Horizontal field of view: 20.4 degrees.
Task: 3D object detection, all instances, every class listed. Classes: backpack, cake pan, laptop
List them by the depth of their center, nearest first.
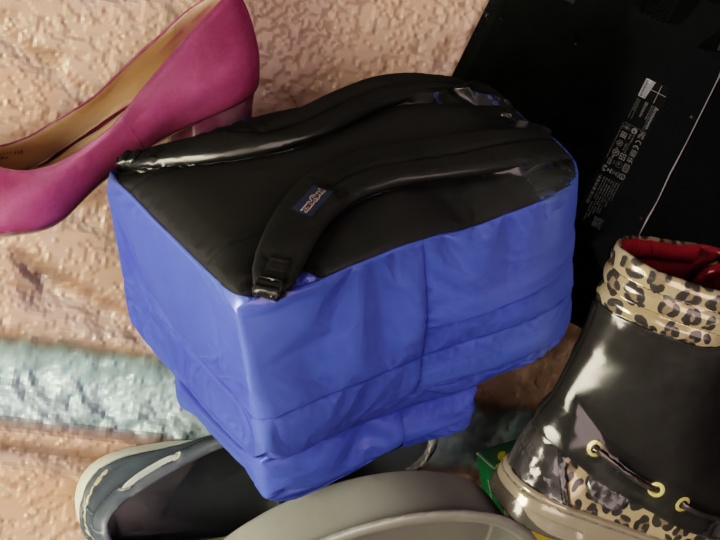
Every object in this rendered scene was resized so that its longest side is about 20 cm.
[{"bbox_3d":[0.000,0.000,0.962,0.199,0.162,0.169,-23,132,-23],"label":"backpack"},{"bbox_3d":[-0.006,0.165,1.018,0.199,0.037,0.201,-15,146,-11],"label":"cake pan"},{"bbox_3d":[0.145,-0.062,1.093,0.199,0.116,0.188,27,92,7],"label":"laptop"}]

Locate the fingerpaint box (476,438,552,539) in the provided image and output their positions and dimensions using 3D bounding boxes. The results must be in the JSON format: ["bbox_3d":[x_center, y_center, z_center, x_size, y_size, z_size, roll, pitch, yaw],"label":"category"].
[{"bbox_3d":[0.165,0.177,1.112,0.166,0.073,0.202,-16,110,-15],"label":"fingerpaint box"}]

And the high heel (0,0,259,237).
[{"bbox_3d":[-0.140,-0.077,0.961,0.199,0.067,0.097,-16,116,-30],"label":"high heel"}]

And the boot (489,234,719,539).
[{"bbox_3d":[0.176,0.071,0.996,0.198,0.073,0.152,14,110,-18],"label":"boot"}]

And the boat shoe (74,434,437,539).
[{"bbox_3d":[-0.047,0.105,1.033,0.198,0.062,0.076,-8,102,-18],"label":"boat shoe"}]
